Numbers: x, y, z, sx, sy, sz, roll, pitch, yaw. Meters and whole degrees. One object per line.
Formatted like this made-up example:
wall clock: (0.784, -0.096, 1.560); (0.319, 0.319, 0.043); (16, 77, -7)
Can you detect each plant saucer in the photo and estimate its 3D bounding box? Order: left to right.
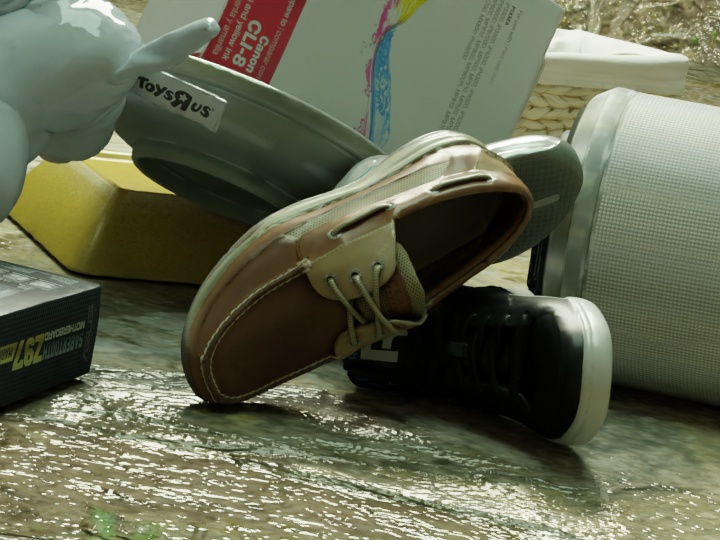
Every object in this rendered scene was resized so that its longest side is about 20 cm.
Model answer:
plant saucer: (-0.103, -0.034, 1.808); (0.199, 0.049, 0.200); (4, 11, -21)
plant saucer: (-0.072, -0.065, 1.670); (0.199, 0.050, 0.200); (22, -10, 4)

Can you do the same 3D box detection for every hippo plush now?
hippo plush: (-0.195, -0.072, 1.539); (0.199, 0.161, 0.160); (28, -27, 17)

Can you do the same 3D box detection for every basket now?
basket: (0.135, -0.119, 2.260); (0.199, 0.124, 0.135); (-2, 15, -44)

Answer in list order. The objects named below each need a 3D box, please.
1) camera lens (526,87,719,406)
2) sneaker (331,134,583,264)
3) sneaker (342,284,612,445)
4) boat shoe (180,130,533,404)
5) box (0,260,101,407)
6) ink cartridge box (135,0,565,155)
camera lens: (0.198, -0.007, 1.605); (0.199, 0.161, 0.160); (12, 11, 13)
sneaker: (0.027, -0.035, 1.575); (0.200, 0.070, 0.081); (-23, 40, 26)
sneaker: (0.050, 0.045, 1.476); (0.111, 0.074, 0.200); (3, 3, -13)
boat shoe: (0.000, 0.000, 1.442); (0.200, 0.076, 0.072); (-37, 34, -18)
box: (-0.244, 0.017, 1.395); (0.199, 0.051, 0.158); (12, 10, 16)
ink cartridge box: (-0.012, -0.133, 1.742); (0.199, 0.145, 0.145); (28, -13, -22)
